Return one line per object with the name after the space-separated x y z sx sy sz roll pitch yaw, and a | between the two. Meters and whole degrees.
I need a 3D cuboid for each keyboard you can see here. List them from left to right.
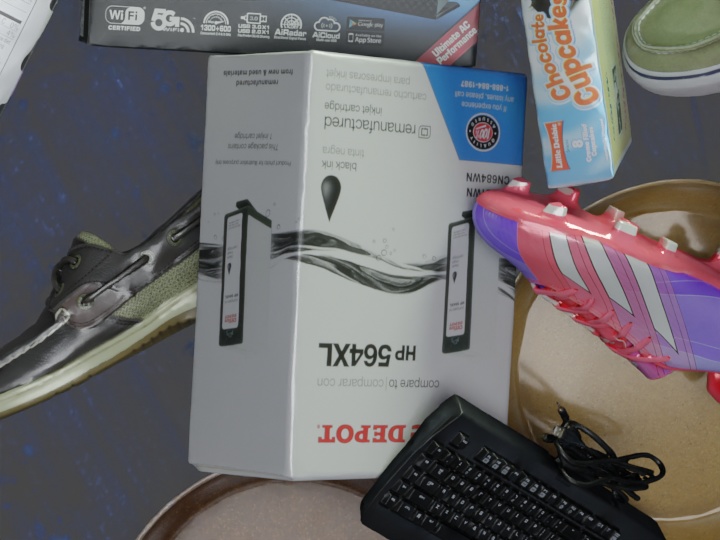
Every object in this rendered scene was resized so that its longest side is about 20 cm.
0.091 0.120 1.377 0.104 0.040 0.200 -53 137 4 | keyboard

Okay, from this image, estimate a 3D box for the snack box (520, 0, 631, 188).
0.099 -0.149 1.378 0.037 0.116 0.201 -7 99 11 | snack box

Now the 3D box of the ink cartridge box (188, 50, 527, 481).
0.000 0.000 1.363 0.145 0.084 0.201 2 90 -41 | ink cartridge box

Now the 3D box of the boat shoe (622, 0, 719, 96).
0.209 -0.150 1.382 0.199 0.072 0.062 -26 144 27 | boat shoe

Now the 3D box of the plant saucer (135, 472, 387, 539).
-0.035 0.189 1.453 0.199 0.034 0.202 -1 99 -8 | plant saucer

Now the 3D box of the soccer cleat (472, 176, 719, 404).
0.132 0.013 1.382 0.199 0.067 0.077 18 102 -34 | soccer cleat

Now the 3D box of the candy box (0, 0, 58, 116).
-0.194 -0.126 1.316 0.071 0.168 0.201 25 94 -18 | candy box

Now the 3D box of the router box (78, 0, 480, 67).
-0.036 -0.180 1.384 0.199 0.062 0.151 2 97 -8 | router box

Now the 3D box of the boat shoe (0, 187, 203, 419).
-0.123 0.010 1.401 0.200 0.072 0.066 -29 95 -8 | boat shoe

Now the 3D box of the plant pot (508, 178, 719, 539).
0.162 0.051 1.462 0.199 0.027 0.201 -1 99 -7 | plant pot
